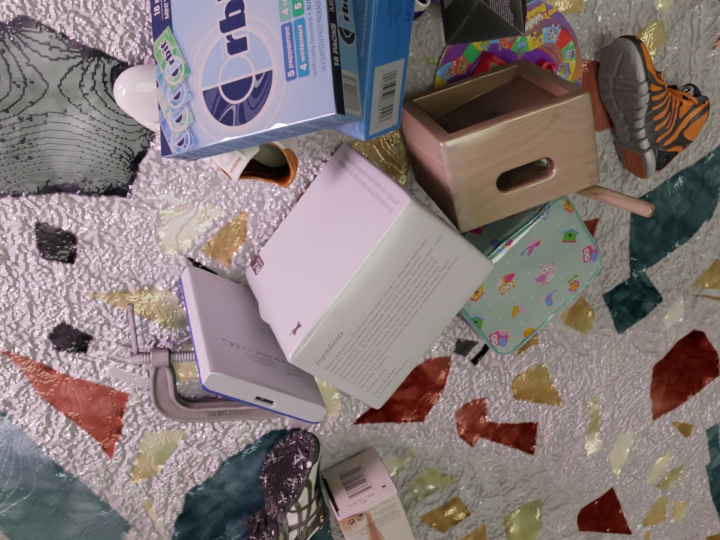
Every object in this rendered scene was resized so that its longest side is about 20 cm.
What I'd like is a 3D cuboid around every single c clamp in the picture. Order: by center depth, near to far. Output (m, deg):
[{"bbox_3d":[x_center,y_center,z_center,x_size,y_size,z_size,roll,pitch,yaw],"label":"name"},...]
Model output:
[{"bbox_3d":[-0.167,0.117,0.919,0.200,0.027,0.171,3,123,-11],"label":"c clamp"}]

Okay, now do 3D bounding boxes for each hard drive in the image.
[{"bbox_3d":[-0.118,0.074,0.844,0.132,0.200,0.025,24,110,-29],"label":"hard drive"}]

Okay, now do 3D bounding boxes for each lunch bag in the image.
[{"bbox_3d":[0.200,0.003,1.014,0.200,0.077,0.160,-41,122,-1],"label":"lunch bag"}]

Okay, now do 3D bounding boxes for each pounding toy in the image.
[{"bbox_3d":[0.170,-0.121,0.846,0.200,0.184,0.142,-19,120,-5],"label":"pounding toy"}]

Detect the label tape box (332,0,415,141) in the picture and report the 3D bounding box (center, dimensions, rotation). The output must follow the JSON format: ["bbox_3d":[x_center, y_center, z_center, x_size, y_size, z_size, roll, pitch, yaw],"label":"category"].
[{"bbox_3d":[-0.049,-0.226,0.760,0.063,0.200,0.144,-31,138,-43],"label":"label tape box"}]

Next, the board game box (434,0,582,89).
[{"bbox_3d":[0.183,-0.214,0.930,0.200,0.039,0.158,-28,120,-9],"label":"board game box"}]

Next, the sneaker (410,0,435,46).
[{"bbox_3d":[0.026,-0.243,0.791,0.080,0.146,0.200,-14,117,-16],"label":"sneaker"}]

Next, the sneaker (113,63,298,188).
[{"bbox_3d":[-0.146,-0.141,0.798,0.200,0.085,0.073,18,124,-27],"label":"sneaker"}]

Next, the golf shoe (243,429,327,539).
[{"bbox_3d":[-0.084,0.294,1.041,0.094,0.078,0.200,6,113,-43],"label":"golf shoe"}]

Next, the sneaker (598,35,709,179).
[{"bbox_3d":[0.367,-0.220,0.992,0.112,0.078,0.200,-34,132,-9],"label":"sneaker"}]

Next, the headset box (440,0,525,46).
[{"bbox_3d":[0.119,-0.312,0.778,0.077,0.200,0.149,-4,113,13],"label":"headset box"}]

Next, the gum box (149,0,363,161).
[{"bbox_3d":[-0.098,-0.197,0.701,0.045,0.200,0.170,-2,85,-57],"label":"gum box"}]

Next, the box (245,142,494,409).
[{"bbox_3d":[0.000,0.000,0.858,0.131,0.199,0.200,33,99,-31],"label":"box"}]

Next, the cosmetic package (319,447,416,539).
[{"bbox_3d":[0.023,0.357,1.087,0.087,0.103,0.200,-24,118,-8],"label":"cosmetic package"}]
